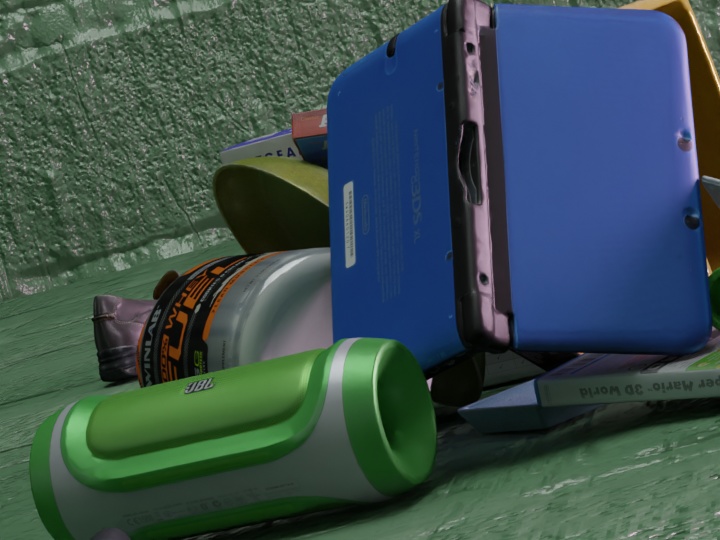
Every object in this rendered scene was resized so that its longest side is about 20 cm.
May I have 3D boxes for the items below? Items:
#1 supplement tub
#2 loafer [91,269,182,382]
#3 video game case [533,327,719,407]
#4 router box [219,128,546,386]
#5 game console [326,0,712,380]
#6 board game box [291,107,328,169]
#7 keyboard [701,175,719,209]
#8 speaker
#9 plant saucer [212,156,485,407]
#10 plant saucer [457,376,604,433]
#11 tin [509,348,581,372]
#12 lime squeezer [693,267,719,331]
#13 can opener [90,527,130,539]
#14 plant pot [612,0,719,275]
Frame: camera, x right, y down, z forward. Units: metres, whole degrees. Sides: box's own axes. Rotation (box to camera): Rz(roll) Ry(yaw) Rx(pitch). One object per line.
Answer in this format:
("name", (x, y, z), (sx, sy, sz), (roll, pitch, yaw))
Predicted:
("supplement tub", (-0.050, 0.051, 1.629), (0.122, 0.123, 0.200), (-17, 5, -24))
("loafer", (-0.144, 0.034, 2.408), (0.073, 0.073, 0.200), (-13, 5, 39))
("video game case", (0.208, 0.038, 1.472), (0.199, 0.018, 0.143), (-6, 10, 38))
("router box", (0.033, -0.013, 1.752), (0.199, 0.180, 0.049), (-13, 6, 23))
("game console", (0.078, -0.031, 1.510), (0.118, 0.201, 0.170), (18, -32, -35))
("board game box", (0.069, -0.074, 1.633), (0.199, 0.020, 0.103), (-8, -24, 10))
("keyboard", (0.253, -0.009, 1.428), (0.200, 0.056, 0.011), (19, 61, 46))
("speaker", (-0.065, 0.090, 1.457), (0.199, 0.089, 0.088), (-13, 5, 24))
("plant saucer", (0.000, 0.000, 1.656), (0.031, 0.200, 0.200), (-48, 16, -17))
("plant saucer", (0.148, 0.054, 1.588), (0.199, 0.019, 0.070), (-18, 5, -37))
("tin", (0.094, -0.007, 1.622), (0.042, 0.112, 0.200), (-19, -30, 29))
("lime squeezer", (0.197, 0.017, 1.485), (0.070, 0.038, 0.200), (18, -4, -23))
("can opener", (-0.141, 0.135, 1.284), (0.053, 0.067, 0.200), (-14, 5, 6))
("plant pot", (0.131, -0.049, 1.847), (0.199, 0.196, 0.194), (-20, 3, 23))
